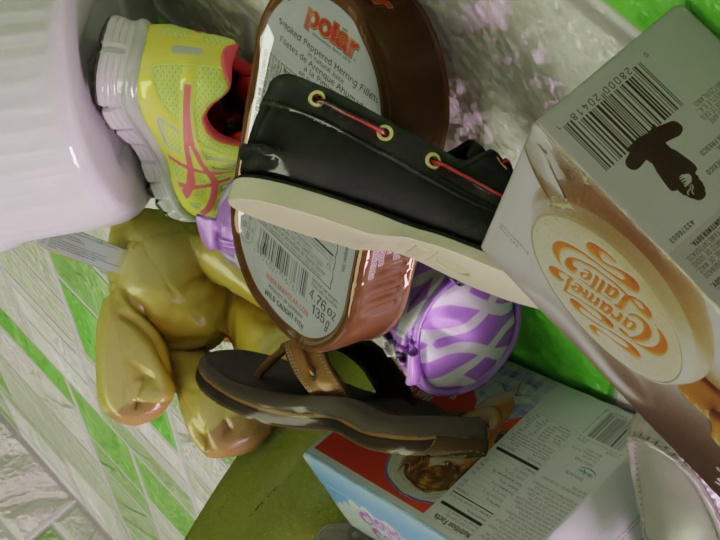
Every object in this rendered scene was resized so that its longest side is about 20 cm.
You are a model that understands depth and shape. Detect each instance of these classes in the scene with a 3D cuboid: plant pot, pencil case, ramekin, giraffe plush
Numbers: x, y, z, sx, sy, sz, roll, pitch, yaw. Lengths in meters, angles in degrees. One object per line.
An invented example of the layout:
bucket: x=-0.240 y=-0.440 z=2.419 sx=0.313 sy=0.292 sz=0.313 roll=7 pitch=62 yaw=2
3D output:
plant pot: x=-0.029 y=0.175 z=1.146 sx=0.187 sy=0.200 sz=0.187 roll=44 pitch=161 yaw=20
pencil case: x=0.000 y=0.000 z=0.923 sx=0.200 sy=0.085 sz=0.084 roll=31 pitch=145 yaw=46
ramekin: x=-0.184 y=-0.114 z=0.980 sx=0.097 sy=0.201 sz=0.201 roll=-5 pitch=138 yaw=12
giraffe plush: x=-0.116 y=0.019 z=1.162 sx=0.200 sy=0.173 sz=0.162 roll=37 pitch=-177 yaw=0

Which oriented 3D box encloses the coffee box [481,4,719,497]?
coffee box: x=0.147 y=0.018 z=0.620 sx=0.200 sy=0.080 sz=0.114 roll=47 pitch=162 yaw=12

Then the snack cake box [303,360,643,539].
snack cake box: x=0.072 y=0.115 z=0.923 sx=0.200 sy=0.115 sz=0.067 roll=23 pitch=150 yaw=55

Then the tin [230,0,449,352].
tin: x=-0.014 y=-0.050 z=0.814 sx=0.112 sy=0.042 sz=0.201 roll=39 pitch=134 yaw=33

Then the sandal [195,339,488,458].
sandal: x=-0.010 y=0.060 z=0.923 sx=0.199 sy=0.081 sz=0.055 roll=11 pitch=97 yaw=49

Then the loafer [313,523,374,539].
loafer: x=0.053 y=0.224 z=1.051 sx=0.199 sy=0.070 sz=0.070 roll=29 pitch=134 yaw=3

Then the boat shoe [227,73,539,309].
boat shoe: x=0.046 y=-0.025 z=0.720 sx=0.200 sy=0.063 sz=0.074 roll=20 pitch=170 yaw=-13

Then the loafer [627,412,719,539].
loafer: x=0.167 y=0.147 z=0.810 sx=0.070 sy=0.070 sz=0.201 roll=24 pitch=148 yaw=53

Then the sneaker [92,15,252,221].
sneaker: x=-0.082 y=-0.080 z=0.986 sx=0.090 sy=0.079 sz=0.200 roll=1 pitch=162 yaw=15
